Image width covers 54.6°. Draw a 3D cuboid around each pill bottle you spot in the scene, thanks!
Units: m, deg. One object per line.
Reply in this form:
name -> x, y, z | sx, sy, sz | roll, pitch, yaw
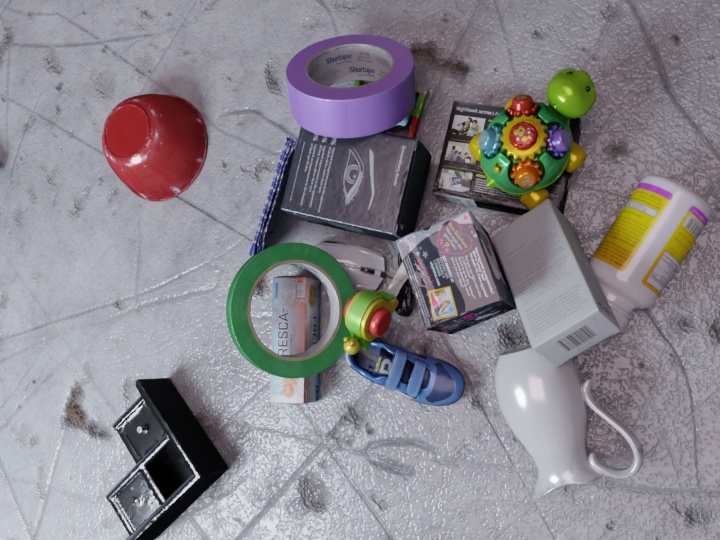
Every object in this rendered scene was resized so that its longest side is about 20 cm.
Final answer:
pill bottle -> 0.384, -0.022, 0.962 | 0.104, 0.104, 0.202 | 34, 95, 19

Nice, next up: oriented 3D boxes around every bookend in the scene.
bookend -> -0.365, 0.326, 1.190 | 0.198, 0.092, 0.201 | -43, 72, 10

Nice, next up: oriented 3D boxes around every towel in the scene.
towel -> -0.140, -0.113, 1.142 | 0.023, 0.145, 0.204 | 18, 90, -7

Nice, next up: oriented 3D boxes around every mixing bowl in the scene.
mixing bowl -> -0.388, -0.234, 1.254 | 0.196, 0.108, 0.205 | -2, 84, 19

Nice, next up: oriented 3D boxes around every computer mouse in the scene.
computer mouse -> 0.000, 0.000, 1.125 | 0.196, 0.044, 0.112 | 12, 89, 20

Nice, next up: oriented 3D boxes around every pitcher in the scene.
pitcher -> 0.282, 0.196, 0.961 | 0.169, 0.121, 0.204 | -21, 83, 30

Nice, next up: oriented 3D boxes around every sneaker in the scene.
sneaker -> 0.062, 0.155, 1.066 | 0.197, 0.082, 0.075 | 17, 87, 19

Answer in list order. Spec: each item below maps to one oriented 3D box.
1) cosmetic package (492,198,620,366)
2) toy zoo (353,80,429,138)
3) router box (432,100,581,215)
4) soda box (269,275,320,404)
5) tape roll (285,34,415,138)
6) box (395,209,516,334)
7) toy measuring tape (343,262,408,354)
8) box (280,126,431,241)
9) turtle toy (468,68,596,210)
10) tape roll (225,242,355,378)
cosmetic package -> 0.260, 0.014, 0.947 | 0.101, 0.071, 0.202 | -35, 44, 26
toy zoo -> 0.024, -0.215, 1.153 | 0.129, 0.020, 0.204 | 17, 90, 20
router box -> 0.222, -0.167, 1.062 | 0.196, 0.051, 0.152 | 13, 86, 20
soda box -> -0.106, 0.112, 1.136 | 0.062, 0.068, 0.205 | -1, 83, 19
tape roll -> -0.014, -0.288, 1.075 | 0.196, 0.066, 0.202 | -4, 43, 4
box -> 0.142, 0.007, 0.992 | 0.113, 0.200, 0.134 | -21, 78, 13
toy measuring tape -> 0.029, 0.034, 1.040 | 0.073, 0.074, 0.202 | 27, 77, 19
box -> -0.005, -0.137, 1.088 | 0.196, 0.104, 0.151 | 15, 88, 19
turtle toy -> 0.246, -0.192, 0.976 | 0.200, 0.101, 0.146 | -46, 73, 6
tape roll -> -0.104, 0.060, 1.064 | 0.196, 0.048, 0.205 | 1, 88, -20
